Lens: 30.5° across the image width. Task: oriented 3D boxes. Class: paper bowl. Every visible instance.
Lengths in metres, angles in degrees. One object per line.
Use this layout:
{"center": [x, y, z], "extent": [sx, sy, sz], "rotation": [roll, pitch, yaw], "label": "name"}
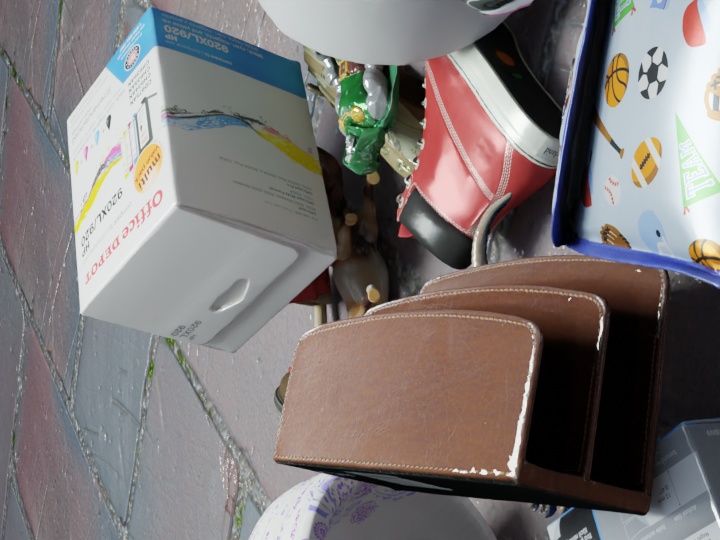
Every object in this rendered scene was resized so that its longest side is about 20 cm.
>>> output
{"center": [0.005, 0.229, 0.854], "extent": [0.104, 0.200, 0.201], "rotation": [-32, 60, 37], "label": "paper bowl"}

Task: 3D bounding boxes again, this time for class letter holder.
{"center": [0.059, 0.050, 0.732], "extent": [0.200, 0.100, 0.142], "rotation": [-5, 71, 51], "label": "letter holder"}

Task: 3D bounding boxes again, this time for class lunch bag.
{"center": [0.166, -0.083, 0.657], "extent": [0.200, 0.124, 0.170], "rotation": [-154, 70, -67], "label": "lunch bag"}

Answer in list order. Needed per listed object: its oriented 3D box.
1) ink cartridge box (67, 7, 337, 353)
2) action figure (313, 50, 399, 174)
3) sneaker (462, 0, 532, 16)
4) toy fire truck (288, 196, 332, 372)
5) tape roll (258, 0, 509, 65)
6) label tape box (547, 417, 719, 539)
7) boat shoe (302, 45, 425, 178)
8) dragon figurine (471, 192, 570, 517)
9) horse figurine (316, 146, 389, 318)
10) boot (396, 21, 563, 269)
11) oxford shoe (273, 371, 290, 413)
{"center": [-0.128, -0.066, 1.023], "extent": [0.147, 0.144, 0.200], "rotation": [-43, 45, 36], "label": "ink cartridge box"}
{"center": [-0.001, -0.164, 0.942], "extent": [0.118, 0.055, 0.200], "rotation": [145, 124, -64], "label": "action figure"}
{"center": [0.107, -0.237, 0.726], "extent": [0.080, 0.086, 0.200], "rotation": [46, 110, 25], "label": "sneaker"}
{"center": [-0.045, 0.011, 1.129], "extent": [0.141, 0.049, 0.200], "rotation": [69, -162, -51], "label": "toy fire truck"}
{"center": [0.019, -0.235, 0.860], "extent": [0.071, 0.202, 0.203], "rotation": [77, 178, -62], "label": "tape roll"}
{"center": [0.183, 0.196, 0.684], "extent": [0.143, 0.066, 0.200], "rotation": [-53, 42, 50], "label": "label tape box"}
{"center": [0.005, -0.132, 1.035], "extent": [0.200, 0.073, 0.063], "rotation": [47, 128, 53], "label": "boat shoe"}
{"center": [0.103, 0.060, 0.837], "extent": [0.059, 0.099, 0.200], "rotation": [-24, 58, 46], "label": "dragon figurine"}
{"center": [0.000, 0.000, 1.058], "extent": [0.133, 0.050, 0.200], "rotation": [124, 133, -74], "label": "horse figurine"}
{"center": [0.052, -0.103, 0.910], "extent": [0.144, 0.072, 0.200], "rotation": [-51, 47, 31], "label": "boot"}
{"center": [0.010, 0.091, 1.000], "extent": [0.200, 0.073, 0.085], "rotation": [7, 105, 44], "label": "oxford shoe"}
